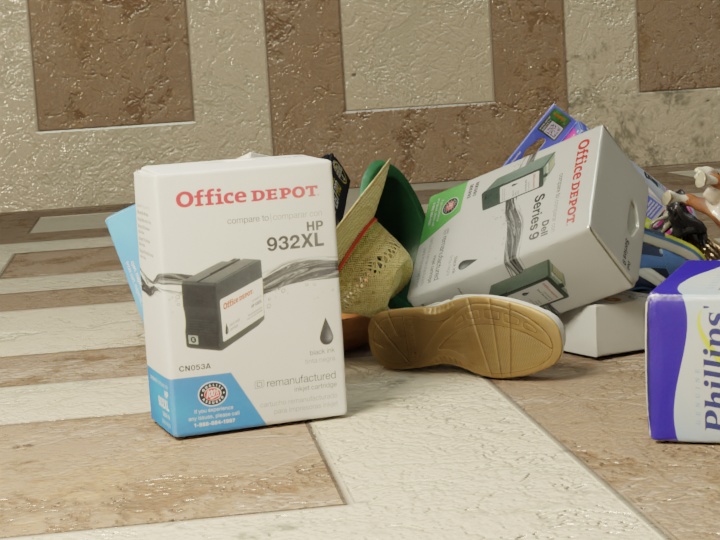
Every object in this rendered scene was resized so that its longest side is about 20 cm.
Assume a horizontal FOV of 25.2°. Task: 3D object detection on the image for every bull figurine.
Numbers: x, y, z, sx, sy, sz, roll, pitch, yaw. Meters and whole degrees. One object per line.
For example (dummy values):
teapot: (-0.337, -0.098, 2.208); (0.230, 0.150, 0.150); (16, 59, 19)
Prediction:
bull figurine: (0.365, -0.033, 1.467); (0.120, 0.066, 0.200); (14, 22, -28)

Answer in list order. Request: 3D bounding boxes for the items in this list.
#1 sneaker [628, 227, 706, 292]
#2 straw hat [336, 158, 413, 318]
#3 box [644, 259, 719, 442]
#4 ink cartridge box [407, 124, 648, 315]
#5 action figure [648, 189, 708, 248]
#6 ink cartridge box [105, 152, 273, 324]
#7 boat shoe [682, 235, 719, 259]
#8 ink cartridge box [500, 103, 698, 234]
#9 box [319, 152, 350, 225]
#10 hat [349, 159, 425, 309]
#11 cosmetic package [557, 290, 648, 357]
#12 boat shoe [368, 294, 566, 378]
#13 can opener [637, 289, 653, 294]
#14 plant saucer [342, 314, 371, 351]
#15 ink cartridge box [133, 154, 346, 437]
sneaker: (0.235, -0.008, 1.570); (0.198, 0.083, 0.074); (18, -12, 9)
straw hat: (0.000, 0.000, 1.464); (0.085, 0.202, 0.201); (37, 8, -2)
box: (0.318, 0.053, 1.158); (0.198, 0.106, 0.184); (-1, 7, 20)
ink cartridge box: (0.154, -0.029, 1.475); (0.199, 0.084, 0.147); (-22, 35, 32)
action figure: (0.261, -0.004, 1.662); (0.198, 0.103, 0.119); (-24, 15, 3)
ink cartridge box: (-0.136, -0.034, 1.672); (0.198, 0.126, 0.128); (-22, -6, 16)
boat shoe: (0.337, -0.012, 1.787); (0.199, 0.073, 0.065); (10, -1, 41)
ink cartridge box: (0.247, -0.072, 1.715); (0.199, 0.120, 0.042); (36, 19, -13)
box: (-0.108, -0.040, 1.822); (0.199, 0.049, 0.162); (-29, 22, 18)
hat: (-0.026, -0.005, 1.706); (0.174, 0.201, 0.166); (-12, 36, 26)
cosmetic package: (0.193, 0.041, 1.518); (0.082, 0.051, 0.199); (-9, 9, -29)
boat shoe: (0.101, 0.051, 1.404); (0.199, 0.072, 0.069); (1, 10, 39)
can opener: (0.314, 0.037, 1.440); (0.078, 0.064, 0.199); (-4, 6, -32)
plant saucer: (-0.072, 0.056, 1.581); (0.198, 0.038, 0.200); (-4, 7, 0)
ink cartridge box: (-0.093, 0.016, 1.255); (0.144, 0.202, 0.084); (-6, 7, -18)
